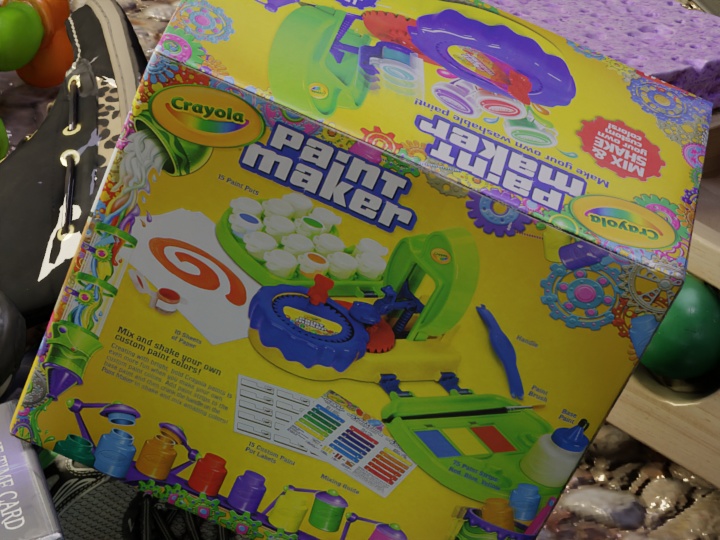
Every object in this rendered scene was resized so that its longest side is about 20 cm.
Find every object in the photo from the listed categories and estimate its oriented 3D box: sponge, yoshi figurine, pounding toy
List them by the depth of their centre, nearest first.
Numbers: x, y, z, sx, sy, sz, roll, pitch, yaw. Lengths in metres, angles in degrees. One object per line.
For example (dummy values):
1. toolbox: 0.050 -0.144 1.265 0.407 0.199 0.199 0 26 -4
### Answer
1. pounding toy: 0.148 0.029 1.160 0.184 0.143 0.200 31 30 27
2. sponge: 0.092 -0.122 1.255 0.200 0.030 0.111 28 31 38
3. yoshi figurine: -0.221 -0.090 1.280 0.112 0.112 0.200 56 26 -3

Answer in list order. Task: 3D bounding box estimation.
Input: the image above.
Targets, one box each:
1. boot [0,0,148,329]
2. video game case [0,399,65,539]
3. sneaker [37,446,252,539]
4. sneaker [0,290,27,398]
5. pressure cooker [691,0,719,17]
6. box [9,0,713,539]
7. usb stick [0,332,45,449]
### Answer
1. boot: -0.156 -0.038 1.172 0.150 0.073 0.200 -20 45 1
2. video game case: -0.213 0.107 0.959 0.199 0.019 0.143 -16 20 -9
3. sneaker: -0.044 0.093 1.049 0.199 0.078 0.085 -5 38 -21
4. sneaker: -0.237 0.029 1.058 0.199 0.080 0.074 -3 60 5
5. pressure cooker: 0.267 -0.187 1.434 0.178 0.176 0.200 -12 36 -22
6. box: 0.000 0.000 0.976 0.200 0.193 0.122 24 37 -3
7. usb stick: -0.149 0.080 1.084 0.055 0.033 0.200 24 37 11
